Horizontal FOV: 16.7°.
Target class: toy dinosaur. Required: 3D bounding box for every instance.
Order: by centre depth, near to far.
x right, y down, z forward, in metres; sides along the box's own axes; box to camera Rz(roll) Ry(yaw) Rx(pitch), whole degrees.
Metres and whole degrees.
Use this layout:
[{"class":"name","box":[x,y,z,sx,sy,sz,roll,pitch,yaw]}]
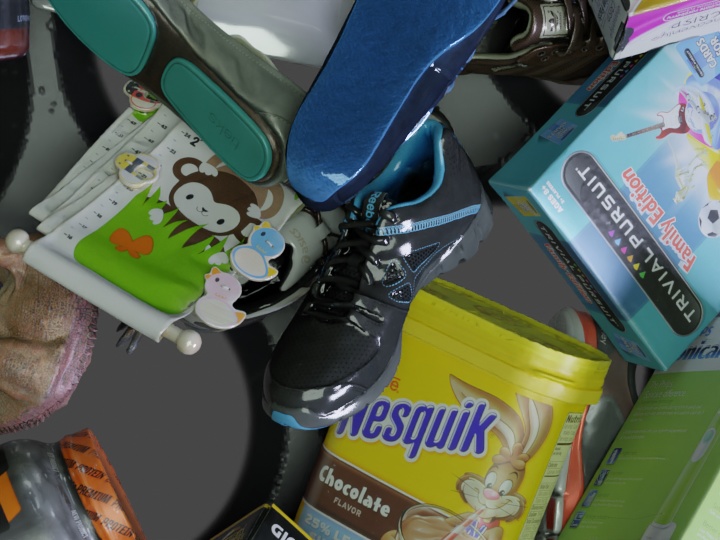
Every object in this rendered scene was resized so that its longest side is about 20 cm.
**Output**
[{"class":"toy dinosaur","box":[-0.175,0.032,1.396,0.135,0.086,0.200,25,99,13]}]

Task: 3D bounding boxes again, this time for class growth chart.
[{"class":"growth chart","box":[-0.103,-0.040,1.372,0.145,0.200,0.018,23,137,9]}]

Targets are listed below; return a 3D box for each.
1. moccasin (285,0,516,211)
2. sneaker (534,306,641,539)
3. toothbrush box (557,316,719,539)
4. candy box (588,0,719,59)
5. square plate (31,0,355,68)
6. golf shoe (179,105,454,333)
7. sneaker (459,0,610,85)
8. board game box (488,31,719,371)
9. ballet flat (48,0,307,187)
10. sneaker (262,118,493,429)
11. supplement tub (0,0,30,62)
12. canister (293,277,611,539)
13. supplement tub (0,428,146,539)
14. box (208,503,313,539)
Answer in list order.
[{"class":"moccasin","box":[0.017,-0.121,1.362,0.080,0.068,0.200,37,76,11]},{"class":"sneaker","box":[0.147,0.125,1.491,0.082,0.077,0.200,4,98,-15]},{"class":"toothbrush box","box":[0.203,0.128,1.402,0.086,0.146,0.200,35,75,-16]},{"class":"candy box","box":[0.176,-0.234,1.401,0.136,0.061,0.200,-17,71,-10]},{"class":"square plate","box":[-0.076,-0.203,1.378,0.200,0.028,0.198,11,141,-7]},{"class":"golf shoe","box":[-0.021,-0.025,1.434,0.200,0.094,0.078,-38,100,-3]},{"class":"sneaker","box":[0.114,-0.140,1.445,0.200,0.076,0.071,-5,99,-7]},{"class":"board game box","box":[0.193,-0.065,1.442,0.200,0.047,0.151,-46,116,-15]},{"class":"ballet flat","box":[-0.102,-0.128,1.387,0.200,0.067,0.064,44,47,7]},{"class":"sneaker","box":[0.000,0.000,1.372,0.200,0.073,0.082,-56,145,-29]},{"class":"supplement tub","box":[-0.240,-0.217,1.368,0.107,0.107,0.200,-2,98,-8]},{"class":"canister","box":[0.045,0.117,1.443,0.148,0.087,0.200,25,99,29]},{"class":"supplement tub","box":[-0.226,0.177,1.417,0.200,0.123,0.123,-26,101,-5]},{"class":"box","box":[-0.061,0.236,1.427,0.160,0.049,0.200,42,134,-12]}]
